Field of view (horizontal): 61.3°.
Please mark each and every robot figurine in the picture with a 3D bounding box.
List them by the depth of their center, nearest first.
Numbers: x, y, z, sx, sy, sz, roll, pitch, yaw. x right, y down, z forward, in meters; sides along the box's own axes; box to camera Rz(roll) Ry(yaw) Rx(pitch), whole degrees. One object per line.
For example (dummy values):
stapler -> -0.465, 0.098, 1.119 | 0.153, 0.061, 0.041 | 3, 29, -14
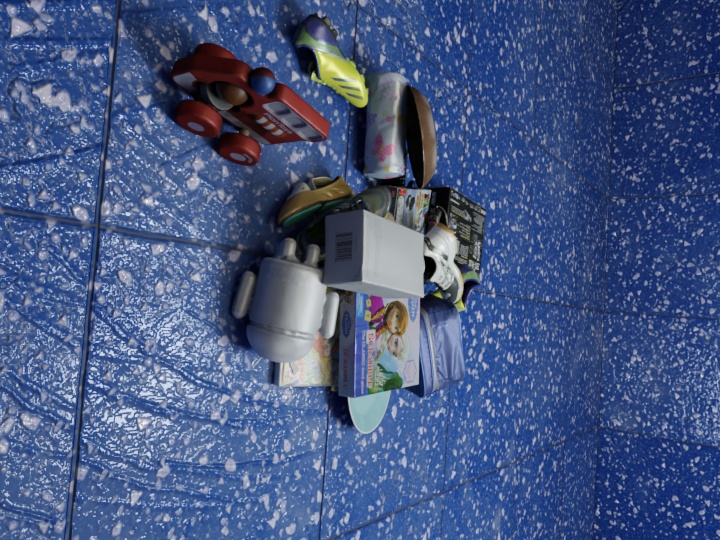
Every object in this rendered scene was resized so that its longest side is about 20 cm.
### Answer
robot figurine -> -0.116, 0.055, 0.955 | 0.165, 0.113, 0.206 | 12, 87, -10

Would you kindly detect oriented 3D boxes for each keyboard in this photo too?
keyboard -> 0.086, -0.171, 1.297 | 0.103, 0.039, 0.207 | 14, 81, -53

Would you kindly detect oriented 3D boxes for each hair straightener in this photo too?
hair straightener -> 0.143, -0.042, 1.302 | 0.077, 0.040, 0.205 | 39, 66, -54

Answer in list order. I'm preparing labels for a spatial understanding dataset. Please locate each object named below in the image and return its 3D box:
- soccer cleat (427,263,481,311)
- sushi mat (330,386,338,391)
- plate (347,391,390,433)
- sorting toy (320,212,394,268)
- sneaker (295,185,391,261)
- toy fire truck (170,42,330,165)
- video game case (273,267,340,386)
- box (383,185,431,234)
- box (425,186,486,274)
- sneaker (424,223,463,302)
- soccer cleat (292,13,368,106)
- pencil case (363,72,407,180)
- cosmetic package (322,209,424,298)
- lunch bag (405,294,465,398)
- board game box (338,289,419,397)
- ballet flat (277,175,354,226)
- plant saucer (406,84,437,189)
soccer cleat -> 0.190, 0.077, 1.363 | 0.201, 0.084, 0.064 | -50, 146, 4
sushi mat -> -0.021, 0.130, 1.180 | 0.095, 0.012, 0.207 | 9, 84, -53
plate -> 0.014, 0.216, 1.203 | 0.199, 0.025, 0.207 | -9, 100, -62
sorting toy -> 0.000, 0.000, 1.153 | 0.182, 0.036, 0.207 | -15, 98, -37
sneaker -> -0.024, -0.083, 1.038 | 0.198, 0.081, 0.075 | -36, 87, -14
toy fire truck -> -0.155, -0.237, 0.851 | 0.199, 0.164, 0.115 | 32, 66, -49
video game case -> -0.063, 0.099, 1.068 | 0.178, 0.023, 0.207 | 6, 86, -35
box -> 0.085, -0.071, 1.267 | 0.135, 0.039, 0.206 | -7, 109, -54
box -> 0.214, -0.088, 1.437 | 0.198, 0.084, 0.169 | 15, 79, -53
sneaker -> 0.154, 0.000, 1.250 | 0.087, 0.075, 0.203 | -36, 132, -19
soccer cleat -> -0.054, -0.356, 1.080 | 0.084, 0.064, 0.200 | -50, 138, -7
pencil case -> 0.046, -0.282, 1.190 | 0.083, 0.088, 0.207 | -6, 96, -69
cosmetic package -> 0.028, -0.020, 0.995 | 0.198, 0.079, 0.117 | 19, 70, -55
lunch bag -> 0.127, 0.165, 1.275 | 0.129, 0.135, 0.206 | -14, 103, -26
board game box -> 0.039, 0.116, 1.109 | 0.197, 0.040, 0.207 | 1, 90, -50
ballet flat -> -0.085, -0.125, 1.056 | 0.198, 0.068, 0.064 | -24, 83, -54
plant saucer -> 0.121, -0.268, 1.217 | 0.200, 0.035, 0.207 | 171, -89, -89
